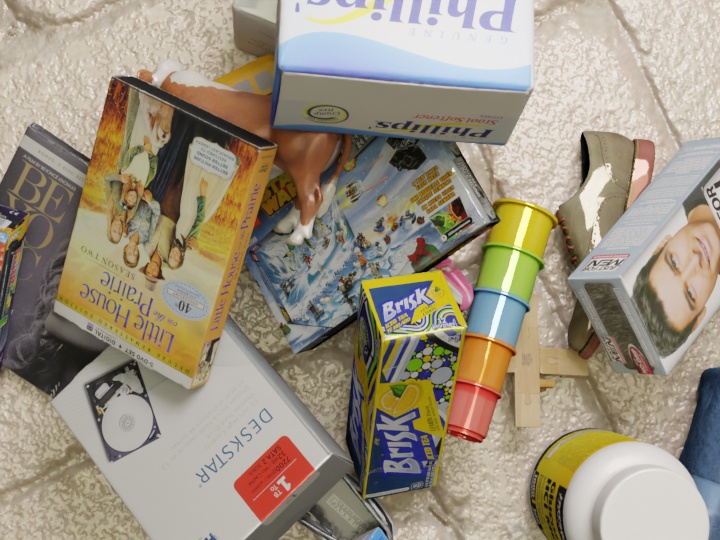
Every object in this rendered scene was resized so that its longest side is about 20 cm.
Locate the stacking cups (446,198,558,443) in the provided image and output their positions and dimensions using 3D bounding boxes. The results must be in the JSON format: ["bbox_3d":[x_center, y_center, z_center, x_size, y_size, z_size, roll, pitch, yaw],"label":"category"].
[{"bbox_3d":[0.109,0.041,1.054,0.060,0.061,0.203,21,76,-4],"label":"stacking cups"}]

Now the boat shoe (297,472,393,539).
[{"bbox_3d":[-0.053,0.176,1.060,0.200,0.068,0.072,42,85,-2],"label":"boat shoe"}]

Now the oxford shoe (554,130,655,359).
[{"bbox_3d":[0.200,-0.025,1.093,0.074,0.071,0.203,15,76,-1],"label":"oxford shoe"}]

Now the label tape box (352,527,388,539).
[{"bbox_3d":[-0.021,0.321,1.048,0.199,0.063,0.145,-36,91,36],"label":"label tape box"}]

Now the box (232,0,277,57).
[{"bbox_3d":[0.014,-0.258,1.051,0.197,0.131,0.202,21,86,-4],"label":"box"}]

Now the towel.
[{"bbox_3d":[0.295,0.179,1.067,0.048,0.112,0.203,19,87,6],"label":"towel"}]

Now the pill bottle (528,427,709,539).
[{"bbox_3d":[0.209,0.192,1.015,0.110,0.200,0.115,0,87,-4],"label":"pill bottle"}]

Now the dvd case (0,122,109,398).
[{"bbox_3d":[-0.252,0.002,1.036,0.147,0.016,0.201,33,110,-2],"label":"dvd case"}]

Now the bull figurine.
[{"bbox_3d":[-0.100,-0.095,0.978,0.197,0.065,0.124,12,102,26],"label":"bull figurine"}]

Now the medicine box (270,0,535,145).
[{"bbox_3d":[0.030,-0.206,0.911,0.179,0.103,0.204,3,71,-5],"label":"medicine box"}]

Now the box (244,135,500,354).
[{"bbox_3d":[-0.005,-0.044,0.993,0.199,0.040,0.138,-34,80,24],"label":"box"}]

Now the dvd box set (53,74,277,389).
[{"bbox_3d":[-0.155,-0.030,0.964,0.145,0.029,0.203,27,110,20],"label":"dvd box set"}]

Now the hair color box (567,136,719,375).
[{"bbox_3d":[0.266,-0.015,1.046,0.200,0.060,0.100,-44,114,-29],"label":"hair color box"}]

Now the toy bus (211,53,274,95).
[{"bbox_3d":[-0.147,-0.104,1.065,0.198,0.065,0.079,-26,89,-5],"label":"toy bus"}]

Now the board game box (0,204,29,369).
[{"bbox_3d":[-0.383,0.009,1.015,0.197,0.057,0.168,17,111,-2],"label":"board game box"}]

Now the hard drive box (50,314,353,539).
[{"bbox_3d":[-0.128,0.133,1.016,0.156,0.077,0.200,-43,70,-1],"label":"hard drive box"}]

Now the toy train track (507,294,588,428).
[{"bbox_3d":[0.100,0.078,1.088,0.196,0.033,0.117,4,76,-12],"label":"toy train track"}]

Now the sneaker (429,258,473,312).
[{"bbox_3d":[0.000,0.000,1.063,0.198,0.074,0.089,27,100,11],"label":"sneaker"}]

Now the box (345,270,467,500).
[{"bbox_3d":[0.032,0.096,1.000,0.069,0.202,0.065,-8,46,-13],"label":"box"}]
